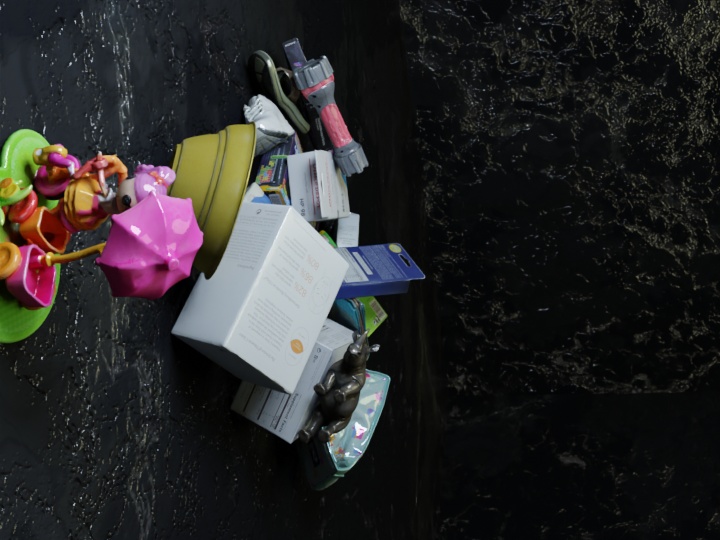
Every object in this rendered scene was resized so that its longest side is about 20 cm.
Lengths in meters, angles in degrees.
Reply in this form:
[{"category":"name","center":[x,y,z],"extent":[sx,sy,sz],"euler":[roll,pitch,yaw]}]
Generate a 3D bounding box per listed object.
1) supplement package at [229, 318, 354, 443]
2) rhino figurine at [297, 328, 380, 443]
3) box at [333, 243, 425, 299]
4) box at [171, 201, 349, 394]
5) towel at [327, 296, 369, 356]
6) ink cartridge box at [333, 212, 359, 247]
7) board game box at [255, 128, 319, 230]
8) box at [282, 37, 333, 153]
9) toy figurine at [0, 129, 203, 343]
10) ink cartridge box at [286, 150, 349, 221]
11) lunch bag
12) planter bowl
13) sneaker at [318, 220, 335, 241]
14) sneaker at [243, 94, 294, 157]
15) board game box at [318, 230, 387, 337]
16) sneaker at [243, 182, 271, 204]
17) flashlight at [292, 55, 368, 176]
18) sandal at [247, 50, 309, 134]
[{"category":"supplement package","center":[-0.095,0.159,1.218],"extent":[0.157,0.110,0.200],"euler":[-65,168,6]},{"category":"rhino figurine","center":[-0.025,0.162,1.109],"extent":[0.087,0.059,0.202],"euler":[-30,147,-57]},{"category":"box","center":[0.000,0.000,1.316],"extent":[0.121,0.197,0.033],"euler":[-125,-143,-49]},{"category":"box","center":[-0.127,0.035,1.021],"extent":[0.152,0.105,0.202],"euler":[45,62,-46]},{"category":"towel","center":[-0.064,0.065,1.361],"extent":[0.022,0.199,0.148],"euler":[-37,142,-28]},{"category":"ink cartridge box","center":[-0.037,0.010,1.533],"extent":[0.161,0.047,0.202],"euler":[105,-9,-62]},{"category":"board game box","center":[-0.128,-0.125,1.390],"extent":[0.201,0.056,0.167],"euler":[73,17,-46]},{"category":"box","center":[-0.097,-0.315,1.444],"extent":[0.200,0.036,0.144],"euler":[83,-14,-67]},{"category":"toy figurine","center":[-0.222,-0.041,0.662],"extent":[0.151,0.181,0.202],"euler":[67,23,-57]},{"category":"ink cartridge box","center":[-0.077,-0.146,1.348],"extent":[0.200,0.066,0.118],"euler":[-19,104,-77]},{"category":"lunch bag","center":[-0.041,0.288,1.395],"extent":[0.171,0.121,0.202],"euler":[129,-19,-56]},{"category":"planter bowl","center":[-0.197,-0.097,0.934],"extent":[0.200,0.082,0.203],"euler":[-163,-90,-72]},{"category":"sneaker","center":[-0.087,-0.055,1.558],"extent":[0.091,0.075,0.203],"euler":[74,22,-77]},{"category":"sneaker","center":[-0.162,-0.237,1.246],"extent":[0.088,0.074,0.200],"euler":[60,6,-12]},{"category":"board game box","center":[-0.033,0.024,1.390],"extent":[0.201,0.030,0.095],"euler":[56,30,-3]},{"category":"sneaker","center":[-0.156,-0.047,1.127],"extent":[0.112,0.076,0.200],"euler":[50,19,-14]},{"category":"flashlight","center":[-0.046,-0.258,1.308],"extent":[0.068,0.067,0.202],"euler":[-51,123,-46]},{"category":"sandal","center":[-0.133,-0.311,1.319],"extent":[0.057,0.080,0.201],"euler":[-46,152,-5]}]
